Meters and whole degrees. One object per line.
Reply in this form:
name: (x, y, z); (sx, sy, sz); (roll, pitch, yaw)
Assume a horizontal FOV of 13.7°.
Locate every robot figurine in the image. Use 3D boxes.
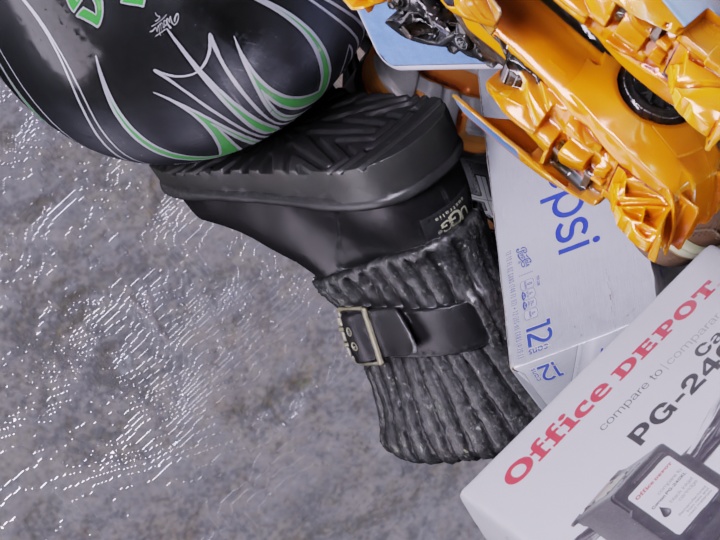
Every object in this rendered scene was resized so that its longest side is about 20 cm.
robot figurine: (0.058, -0.102, 1.078); (0.200, 0.058, 0.145); (40, 145, 14)

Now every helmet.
helmet: (-0.082, -0.139, 1.265); (0.191, 0.200, 0.200); (52, 173, -30)

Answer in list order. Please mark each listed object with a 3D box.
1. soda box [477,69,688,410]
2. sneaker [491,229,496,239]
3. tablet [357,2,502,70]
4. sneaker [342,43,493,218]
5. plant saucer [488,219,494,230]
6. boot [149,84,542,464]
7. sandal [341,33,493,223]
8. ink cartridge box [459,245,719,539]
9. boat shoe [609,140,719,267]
soda box: (0.097, -0.027, 1.264); (0.064, 0.068, 0.201); (52, -156, -43)
sneaker: (0.109, 0.031, 1.413); (0.199, 0.078, 0.070); (27, 150, 14)
tablet: (0.051, -0.133, 1.122); (0.199, 0.014, 0.131); (4, 127, 49)
sneaker: (0.071, -0.054, 1.399); (0.199, 0.077, 0.079); (24, -131, -27)
plant saucer: (0.125, 0.029, 1.516); (0.200, 0.199, 0.032); (44, 130, 34)
boot: (-0.001, 0.002, 1.330); (0.211, 0.079, 0.158); (15, 138, 56)
sandal: (0.026, -0.067, 1.461); (0.200, 0.045, 0.075); (51, 175, -37)
ink cartridge box: (0.148, 0.092, 1.091); (0.083, 0.145, 0.200); (51, 171, -32)
boat shoe: (0.108, -0.105, 1.172); (0.075, 0.075, 0.203); (-25, 99, 41)
